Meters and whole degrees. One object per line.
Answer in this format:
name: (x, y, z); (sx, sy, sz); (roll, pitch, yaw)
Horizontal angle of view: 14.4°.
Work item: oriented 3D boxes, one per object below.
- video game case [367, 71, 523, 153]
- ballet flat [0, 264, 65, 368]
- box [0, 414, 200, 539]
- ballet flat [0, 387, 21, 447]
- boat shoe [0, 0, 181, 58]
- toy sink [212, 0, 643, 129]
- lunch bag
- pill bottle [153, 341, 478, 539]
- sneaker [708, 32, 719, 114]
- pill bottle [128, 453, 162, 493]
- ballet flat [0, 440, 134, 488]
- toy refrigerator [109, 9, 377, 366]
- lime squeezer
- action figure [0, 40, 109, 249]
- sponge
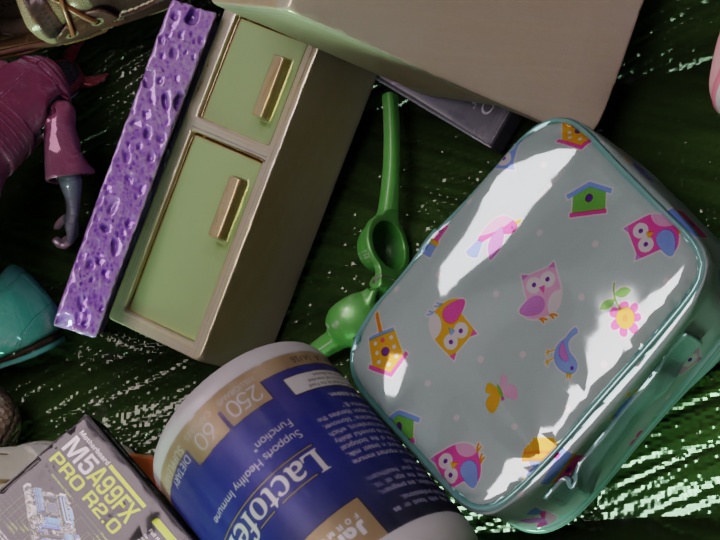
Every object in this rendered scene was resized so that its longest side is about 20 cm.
video game case: (0.043, -0.173, 1.646); (0.200, 0.019, 0.143); (33, 95, 33)
ballet flat: (-0.274, 0.048, 1.746); (0.200, 0.067, 0.070); (-24, 95, 19)
box: (-0.139, 0.203, 1.512); (0.160, 0.044, 0.200); (-42, 77, -3)
ballet flat: (-0.282, 0.145, 1.729); (0.200, 0.067, 0.046); (-39, 44, 11)
boat shoe: (-0.173, -0.161, 1.686); (0.200, 0.072, 0.072); (-7, 35, 40)
toy sink: (0.041, -0.167, 1.554); (0.112, 0.200, 0.130); (15, 85, 64)
lunch bag: (0.100, 0.036, 1.514); (0.200, 0.077, 0.160); (-50, 58, 10)
pill bottle: (-0.009, 0.141, 1.487); (0.116, 0.116, 0.200); (-49, 62, 11)
sneaker: (0.215, -0.174, 1.503); (0.105, 0.075, 0.200); (26, 83, 30)
pill bottle: (-0.121, 0.204, 1.586); (0.106, 0.106, 0.200); (5, 78, 33)
ballet flat: (-0.229, 0.138, 1.665); (0.200, 0.064, 0.067); (-19, 50, 8)
toy refrigerator: (-0.068, -0.049, 1.637); (0.076, 0.070, 0.200); (24, 94, 35)
lime squeezer: (0.000, 0.000, 1.617); (0.071, 0.038, 0.200); (29, 96, 63)
action figure: (-0.233, -0.083, 1.714); (0.134, 0.149, 0.200); (28, 60, 26)
sponge: (-0.131, -0.057, 1.669); (0.030, 0.112, 0.200); (20, 87, -2)
